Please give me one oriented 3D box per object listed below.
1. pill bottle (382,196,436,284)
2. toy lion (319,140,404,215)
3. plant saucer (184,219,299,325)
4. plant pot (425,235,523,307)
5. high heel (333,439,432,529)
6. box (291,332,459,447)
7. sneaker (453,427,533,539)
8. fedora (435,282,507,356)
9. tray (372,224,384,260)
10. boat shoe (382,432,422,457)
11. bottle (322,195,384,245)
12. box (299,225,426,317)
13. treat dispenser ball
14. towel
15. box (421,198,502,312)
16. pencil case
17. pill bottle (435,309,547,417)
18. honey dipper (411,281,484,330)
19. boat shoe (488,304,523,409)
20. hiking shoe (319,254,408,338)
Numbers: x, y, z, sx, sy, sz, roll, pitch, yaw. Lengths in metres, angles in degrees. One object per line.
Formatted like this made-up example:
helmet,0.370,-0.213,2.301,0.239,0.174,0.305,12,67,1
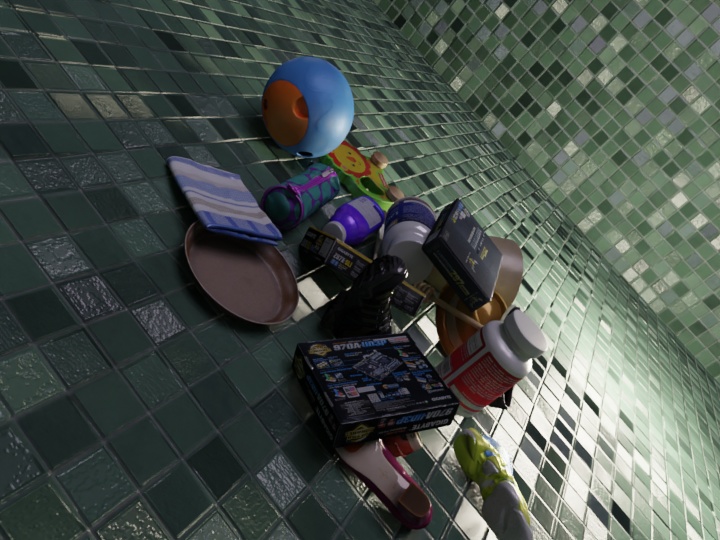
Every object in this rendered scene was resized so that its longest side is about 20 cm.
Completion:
pill bottle,0.101,-0.063,1.198,0.115,0.116,0.201,37,25,-14
toy lion,-0.007,-0.232,1.393,0.188,0.069,0.203,11,44,-37
plant saucer,-0.180,0.005,0.882,0.198,0.032,0.202,32,31,-22
plant pot,0.231,-0.007,1.323,0.196,0.189,0.190,16,37,-19
high heel,0.019,0.274,0.811,0.067,0.097,0.200,-35,63,-19
box,0.020,0.161,0.831,0.196,0.047,0.159,-2,34,-31
sneaker,0.233,0.347,0.951,0.104,0.076,0.203,14,41,-45
fedora,0.243,0.101,1.186,0.196,0.082,0.206,7,74,-24
tray,0.067,-0.019,1.252,0.107,0.022,0.202,37,30,-15
boat shoe,0.058,0.195,0.906,0.072,0.061,0.202,54,22,-34
bottle,-0.016,-0.096,1.193,0.084,0.065,0.200,45,29,3
box,0.000,0.000,1.033,0.198,0.050,0.159,32,-3,-24
treat dispenser ball,-0.111,-0.344,1.239,0.199,0.201,0.203,32,31,-22
towel,-0.220,-0.115,0.944,0.145,0.024,0.201,12,30,-45
box,0.205,-0.036,1.147,0.159,0.051,0.200,51,33,-9
pencil case,-0.108,-0.145,1.106,0.085,0.092,0.200,44,29,-2
pill bottle,0.232,0.165,1.050,0.111,0.200,0.113,31,31,-22
honey dipper,0.179,0.078,1.139,0.198,0.039,0.038,33,22,27
boat shoe,0.288,0.170,1.124,0.074,0.204,0.065,24,-4,-42
hiking shoe,0.024,0.054,0.916,0.100,0.200,0.076,40,44,-10
